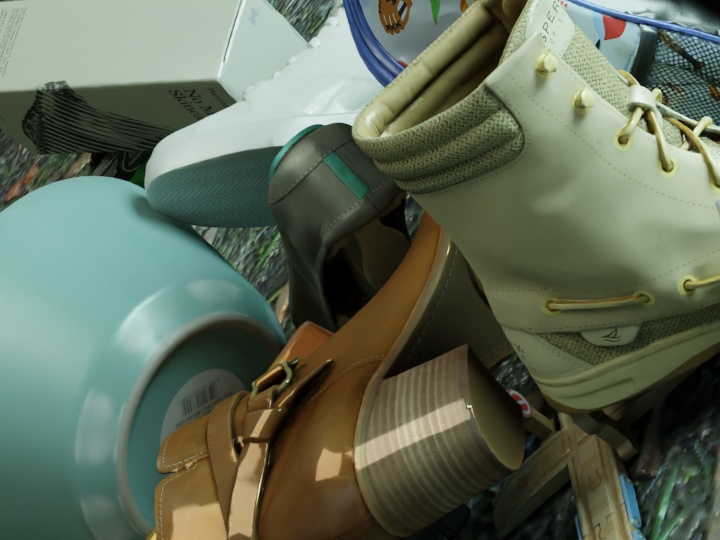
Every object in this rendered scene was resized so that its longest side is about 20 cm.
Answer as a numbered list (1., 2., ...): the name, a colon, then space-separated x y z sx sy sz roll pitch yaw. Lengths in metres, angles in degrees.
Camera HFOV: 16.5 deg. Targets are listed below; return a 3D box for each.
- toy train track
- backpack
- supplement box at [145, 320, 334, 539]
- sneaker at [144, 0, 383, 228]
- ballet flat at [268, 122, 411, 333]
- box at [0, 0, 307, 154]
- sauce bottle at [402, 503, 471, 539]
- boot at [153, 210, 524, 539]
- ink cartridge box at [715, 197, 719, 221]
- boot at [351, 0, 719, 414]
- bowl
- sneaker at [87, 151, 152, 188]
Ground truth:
1. toy train track: 0.086 0.083 0.957 0.115 0.032 0.200 -44 27 23
2. backpack: 0.087 -0.112 1.017 0.200 0.190 0.155 -98 32 -57
3. supplement box: -0.050 0.124 1.062 0.069 0.067 0.200 31 73 23
4. sneaker: -0.013 -0.095 1.199 0.199 0.074 0.116 -14 62 0
5. ballet flat: 0.000 0.000 1.133 0.067 0.064 0.200 -45 -21 -11
6. box: -0.134 -0.118 1.480 0.199 0.082 0.069 0 63 35
7. sauce bottle: -0.024 0.170 1.007 0.201 0.066 0.066 -59 24 -6
8. boot: -0.005 0.049 1.019 0.155 0.077 0.201 -26 33 22
9. ink cartridge box: 0.207 0.010 0.762 0.175 0.084 0.201 -41 28 30
10. boot: 0.114 -0.050 0.906 0.199 0.156 0.073 -29 27 21
11. bowl: -0.108 0.063 1.184 0.105 0.201 0.201 17 71 41
12. sneaker: -0.155 -0.107 1.592 0.078 0.085 0.201 -35 31 37
